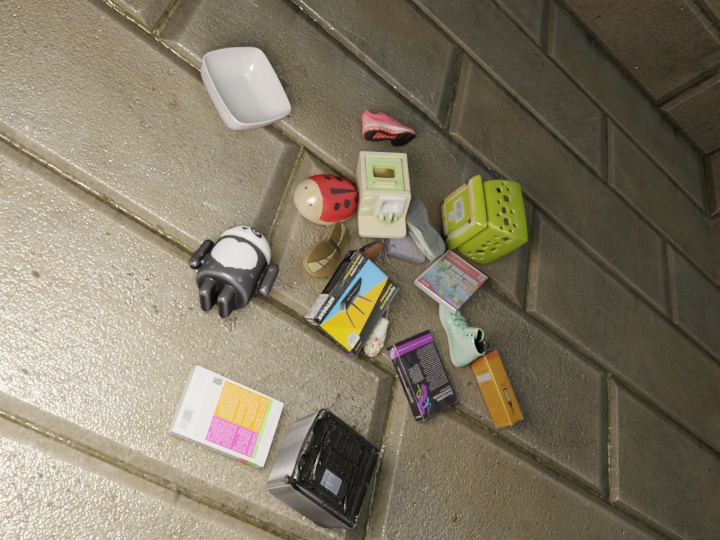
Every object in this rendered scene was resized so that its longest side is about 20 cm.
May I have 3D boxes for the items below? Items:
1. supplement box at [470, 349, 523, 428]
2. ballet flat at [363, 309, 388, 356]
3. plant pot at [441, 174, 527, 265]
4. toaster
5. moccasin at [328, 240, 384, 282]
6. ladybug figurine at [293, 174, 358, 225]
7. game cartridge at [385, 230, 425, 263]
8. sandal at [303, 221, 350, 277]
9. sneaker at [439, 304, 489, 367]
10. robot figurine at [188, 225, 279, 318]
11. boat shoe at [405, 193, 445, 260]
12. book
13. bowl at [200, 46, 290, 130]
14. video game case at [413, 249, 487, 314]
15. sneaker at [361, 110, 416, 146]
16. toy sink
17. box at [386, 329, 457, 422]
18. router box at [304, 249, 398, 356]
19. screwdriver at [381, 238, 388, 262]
[{"bbox_3d":[0.375,0.327,1.769,0.066,0.069,0.203,-13,77,-42],"label":"supplement box"},{"bbox_3d":[0.042,0.111,1.588,0.075,0.064,0.203,23,57,-31],"label":"ballet flat"},{"bbox_3d":[0.354,-0.155,1.895,0.179,0.199,0.203,13,62,-28],"label":"plant pot"},{"bbox_3d":[-0.078,0.402,1.308,0.199,0.118,0.182,40,48,-19],"label":"toaster"},{"bbox_3d":[0.001,-0.001,1.599,0.078,0.073,0.202,50,47,-13],"label":"moccasin"},{"bbox_3d":[-0.076,-0.186,1.622,0.198,0.072,0.138,-13,78,-43],"label":"ladybug figurine"},{"bbox_3d":[0.120,-0.126,1.790,0.128,0.038,0.203,17,60,-39],"label":"game cartridge"},{"bbox_3d":[-0.086,-0.047,1.563,0.081,0.054,0.201,54,39,-19],"label":"sandal"},{"bbox_3d":[0.286,0.149,1.740,0.073,0.118,0.203,2,67,-37],"label":"sneaker"},{"bbox_3d":[-0.265,-0.003,1.336,0.150,0.124,0.202,45,48,-25],"label":"robot figurine"},{"bbox_3d":[0.158,-0.121,1.764,0.074,0.065,0.203,-33,86,-25],"label":"boat shoe"},{"bbox_3d":[-0.261,0.289,1.259,0.199,0.048,0.135,31,55,-24],"label":"book"},{"bbox_3d":[-0.287,-0.433,1.558,0.199,0.074,0.202,-27,88,-45],"label":"bowl"},{"bbox_3d":[0.256,0.028,1.799,0.142,0.018,0.200,37,44,15],"label":"video game case"},{"bbox_3d":[0.085,-0.424,1.873,0.198,0.073,0.088,1,67,-40],"label":"sneaker"},{"bbox_3d":[0.059,-0.201,1.676,0.128,0.113,0.203,2,60,-6],"label":"toy sink"},{"bbox_3d":[0.158,0.266,1.634,0.142,0.036,0.203,-15,79,-43],"label":"box"},{"bbox_3d":[-0.018,0.075,1.511,0.149,0.051,0.201,41,70,-23],"label":"router box"},{"bbox_3d":[0.054,-0.116,1.734,0.029,0.028,0.203,17,57,-68],"label":"screwdriver"}]
